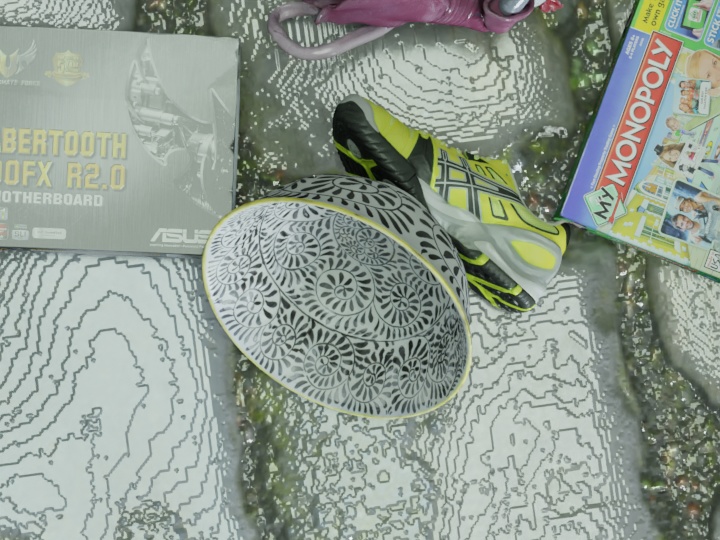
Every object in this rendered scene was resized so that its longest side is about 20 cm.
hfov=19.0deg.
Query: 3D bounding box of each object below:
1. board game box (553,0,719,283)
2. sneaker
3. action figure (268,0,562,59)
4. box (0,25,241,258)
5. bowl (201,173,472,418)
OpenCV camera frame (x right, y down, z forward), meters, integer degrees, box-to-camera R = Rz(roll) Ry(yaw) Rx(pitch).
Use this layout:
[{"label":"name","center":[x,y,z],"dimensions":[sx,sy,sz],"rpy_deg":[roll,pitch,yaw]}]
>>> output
[{"label":"board game box","center":[0.238,-0.107,1.568],"dimensions":[0.134,0.029,0.200],"rpy_deg":[21,86,-4]},{"label":"sneaker","center":[0.063,-0.058,1.538],"dimensions":[0.200,0.075,0.076],"rpy_deg":[43,72,-9]},{"label":"action figure","center":[0.057,-0.193,1.513],"dimensions":[0.200,0.134,0.149],"rpy_deg":[6,125,-30]},{"label":"box","center":[-0.186,-0.090,1.524],"dimensions":[0.200,0.048,0.159],"rpy_deg":[3,88,-5]},{"label":"bowl","center":[0.000,0.000,1.491],"dimensions":[0.201,0.201,0.094],"rpy_deg":[34,49,-2]}]
